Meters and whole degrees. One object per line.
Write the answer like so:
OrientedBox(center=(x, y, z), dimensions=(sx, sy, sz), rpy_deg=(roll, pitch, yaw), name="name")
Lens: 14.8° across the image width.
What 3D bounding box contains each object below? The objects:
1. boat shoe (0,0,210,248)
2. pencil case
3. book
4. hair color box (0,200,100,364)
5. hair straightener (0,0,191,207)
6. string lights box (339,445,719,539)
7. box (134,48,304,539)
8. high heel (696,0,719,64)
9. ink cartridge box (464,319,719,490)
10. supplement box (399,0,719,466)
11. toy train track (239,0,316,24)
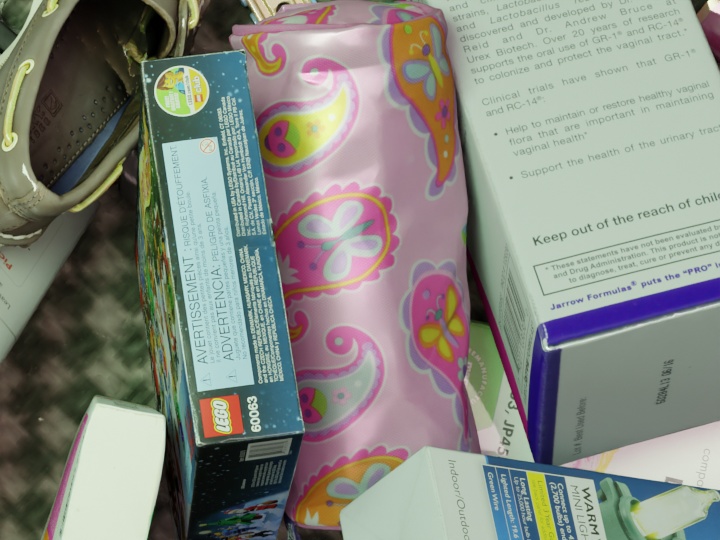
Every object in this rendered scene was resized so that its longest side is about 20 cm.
OrientedBox(center=(-0.093, -0.088, 1.037), dimensions=(0.072, 0.059, 0.200), rpy_deg=(53, 49, -26), name="boat shoe")
OrientedBox(center=(0.000, 0.000, 1.027), dimensions=(0.087, 0.087, 0.201), rpy_deg=(-7, 100, -6), name="pencil case")
OrientedBox(center=(-0.103, 0.113, 1.032), dimensions=(0.048, 0.200, 0.134), rpy_deg=(12, 88, -5), name="book")
OrientedBox(center=(-0.174, -0.002, 1.021), dimensions=(0.061, 0.200, 0.102), rpy_deg=(-33, 106, 25), name="hair color box")
OrientedBox(center=(-0.128, -0.093, 1.112), dimensions=(0.200, 0.041, 0.077), rpy_deg=(31, 86, -1), name="hair straightener")
OrientedBox(center=(0.096, 0.131, 0.995), dimensions=(0.200, 0.059, 0.103), rpy_deg=(10, 55, -34), name="string lights box")
OrientedBox(center=(-0.055, 0.022, 1.006), dimensions=(0.038, 0.200, 0.137), rpy_deg=(-8, 72, -8), name="box")
OrientedBox(center=(0.231, -0.138, 1.136), dimensions=(0.096, 0.067, 0.200), rpy_deg=(42, 90, 6), name="high heel")
OrientedBox(center=(0.103, 0.093, 1.121), dimensions=(0.199, 0.067, 0.117), rpy_deg=(13, 87, -6), name="ink cartridge box")
OrientedBox(center=(0.086, -0.042, 1.066), dimensions=(0.103, 0.101, 0.200), rpy_deg=(-15, 61, -7), name="supplement box")
OrientedBox(center=(-0.048, -0.139, 1.128), dimensions=(0.115, 0.033, 0.200), rpy_deg=(-30, 93, -6), name="toy train track")
